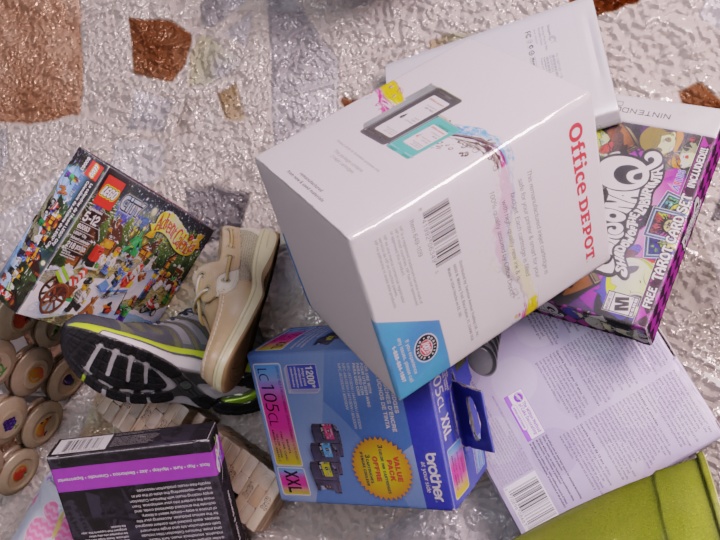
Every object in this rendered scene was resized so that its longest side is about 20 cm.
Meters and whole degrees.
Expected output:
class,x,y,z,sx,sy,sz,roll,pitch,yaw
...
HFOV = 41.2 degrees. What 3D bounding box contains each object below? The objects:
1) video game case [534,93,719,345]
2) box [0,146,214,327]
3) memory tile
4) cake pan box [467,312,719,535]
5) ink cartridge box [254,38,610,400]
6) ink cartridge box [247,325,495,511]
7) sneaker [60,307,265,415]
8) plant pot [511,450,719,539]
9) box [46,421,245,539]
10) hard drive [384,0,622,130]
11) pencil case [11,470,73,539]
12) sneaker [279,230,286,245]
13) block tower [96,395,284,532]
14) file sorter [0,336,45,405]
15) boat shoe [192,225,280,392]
class,x,y,z,sx,sy,sz,roll,pitch,yaw
video game case,0.187,-0.056,0.795,0.179,0.036,0.202,16,72,33
box,-0.218,-0.011,0.846,0.037,0.200,0.138,32,88,20
memory tile,-0.311,0.114,0.871,0.017,0.153,0.203,25,88,23
cake pan box,0.173,0.103,0.801,0.183,0.052,0.202,-33,73,8
ink cartridge box,0.056,-0.044,0.695,0.198,0.148,0.146,-30,38,-16
ink cartridge box,0.019,0.114,0.773,0.197,0.076,0.139,-6,104,29
sneaker,-0.167,0.071,0.846,0.074,0.197,0.082,-53,33,33
plant pot,0.183,0.255,0.696,0.190,0.200,0.204,-17,75,15
box,-0.170,0.230,0.815,0.140,0.036,0.204,-7,109,8
hard drive,0.120,-0.158,0.847,0.197,0.026,0.134,-15,56,19
pencil case,-0.287,0.284,0.868,0.090,0.083,0.202,30,86,-24
sneaker,0.000,0.000,0.849,0.088,0.081,0.200,-48,55,9
block tower,-0.151,0.157,0.872,0.198,0.054,0.058,34,88,19
file sorter,-0.421,0.068,0.918,0.124,0.139,0.202,-35,73,9
boat shoe,-0.116,0.026,0.826,0.064,0.201,0.073,15,126,-4
